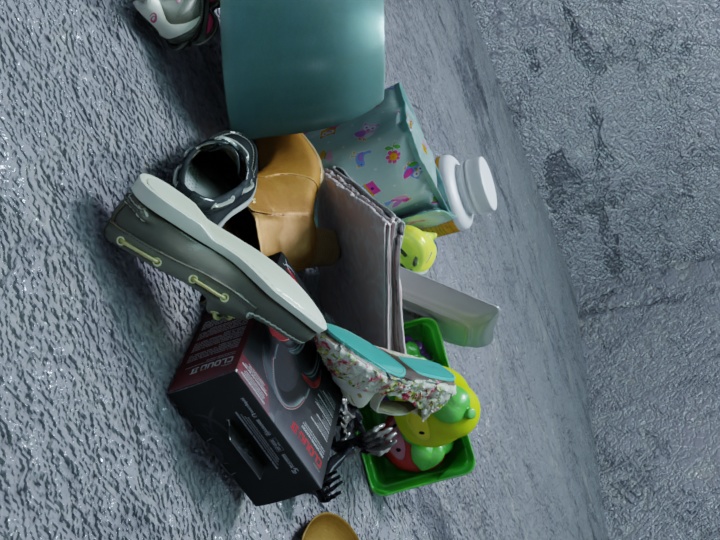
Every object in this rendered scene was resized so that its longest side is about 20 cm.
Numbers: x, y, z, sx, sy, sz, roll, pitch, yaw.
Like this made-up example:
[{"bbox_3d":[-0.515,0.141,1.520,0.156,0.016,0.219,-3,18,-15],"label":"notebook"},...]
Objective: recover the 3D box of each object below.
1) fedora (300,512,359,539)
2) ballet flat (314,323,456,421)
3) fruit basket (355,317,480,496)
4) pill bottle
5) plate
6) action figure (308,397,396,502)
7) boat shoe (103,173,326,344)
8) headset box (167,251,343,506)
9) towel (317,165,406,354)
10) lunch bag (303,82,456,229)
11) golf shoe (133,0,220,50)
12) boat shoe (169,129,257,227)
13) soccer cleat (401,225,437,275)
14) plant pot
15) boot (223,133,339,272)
[{"bbox_3d":[0.003,0.334,0.939,0.201,0.082,0.201,-15,90,-71],"label":"fedora"},{"bbox_3d":[0.021,0.109,0.909,0.200,0.064,0.076,24,12,-42],"label":"ballet flat"},{"bbox_3d":[0.063,0.165,1.121,0.216,0.155,0.216,-16,90,-86],"label":"fruit basket"},{"bbox_3d":[0.087,-0.097,1.317,0.109,0.199,0.110,-14,90,-71],"label":"pill bottle"},{"bbox_3d":[0.074,0.045,1.173,0.200,0.199,0.032,73,41,-74],"label":"plate"},{"bbox_3d":[-0.016,0.155,0.996,0.119,0.102,0.200,64,24,-19],"label":"action figure"},{"bbox_3d":[-0.117,0.003,0.771,0.202,0.060,0.072,38,9,-21],"label":"boat shoe"},{"bbox_3d":[-0.086,0.103,0.853,0.149,0.075,0.200,59,24,-26],"label":"headset box"},{"bbox_3d":[0.000,0.000,1.027,0.200,0.032,0.192,-134,-141,-58],"label":"towel"},{"bbox_3d":[0.015,-0.105,1.161,0.122,0.170,0.200,-97,164,-45],"label":"lunch bag"},{"bbox_3d":[-0.184,-0.318,0.908,0.088,0.077,0.201,22,55,-59],"label":"golf shoe"},{"bbox_3d":[-0.130,-0.090,0.868,0.075,0.060,0.200,27,32,-10],"label":"boat shoe"},{"bbox_3d":[0.065,-0.029,1.173,0.065,0.084,0.200,45,-11,8],"label":"soccer cleat"},{"bbox_3d":[-0.055,-0.238,0.977,0.201,0.160,0.201,179,-90,-89],"label":"plant pot"},{"bbox_3d":[-0.101,-0.091,0.991,0.144,0.071,0.202,6,56,-55],"label":"boot"}]
